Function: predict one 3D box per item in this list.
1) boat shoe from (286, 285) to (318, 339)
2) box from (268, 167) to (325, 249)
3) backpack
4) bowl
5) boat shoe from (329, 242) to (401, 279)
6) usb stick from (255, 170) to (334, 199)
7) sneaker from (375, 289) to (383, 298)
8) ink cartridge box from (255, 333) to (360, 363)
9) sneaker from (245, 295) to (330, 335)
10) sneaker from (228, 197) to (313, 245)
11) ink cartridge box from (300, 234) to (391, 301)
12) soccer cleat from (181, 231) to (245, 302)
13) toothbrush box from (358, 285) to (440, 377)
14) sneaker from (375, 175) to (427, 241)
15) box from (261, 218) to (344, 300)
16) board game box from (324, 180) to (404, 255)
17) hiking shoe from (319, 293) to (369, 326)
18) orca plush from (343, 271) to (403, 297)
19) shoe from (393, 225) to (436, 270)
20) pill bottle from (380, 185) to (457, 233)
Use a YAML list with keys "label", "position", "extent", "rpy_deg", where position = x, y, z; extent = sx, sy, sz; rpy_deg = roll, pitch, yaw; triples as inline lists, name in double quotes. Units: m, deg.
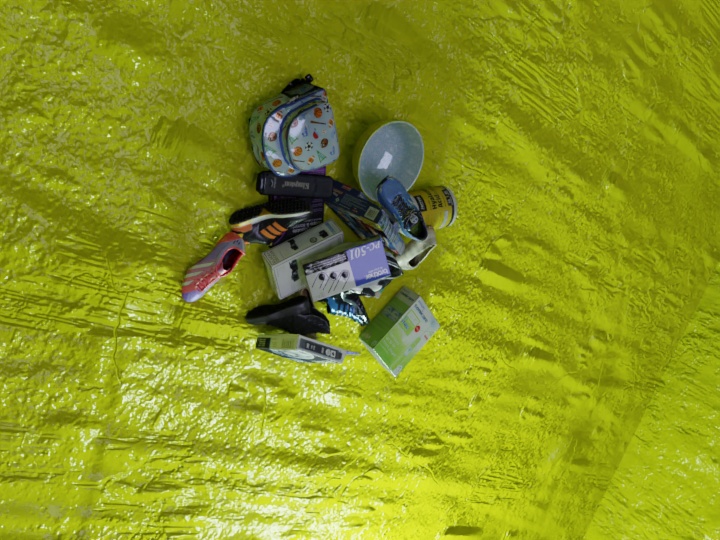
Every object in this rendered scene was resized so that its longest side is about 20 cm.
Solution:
- label: "boat shoe"
  position: [-0.145, 0.117, 1.733]
  extent: [0.072, 0.062, 0.205]
  rpy_deg: [-26, 124, -24]
- label: "box"
  position: [-0.152, -0.156, 1.626]
  extent: [0.140, 0.036, 0.206]
  rpy_deg: [-11, 118, -32]
- label: "backpack"
  position: [-0.145, -0.298, 1.492]
  extent: [0.187, 0.154, 0.205]
  rpy_deg: [-25, 121, -19]
- label: "bowl"
  position: [0.049, -0.282, 1.663]
  extent: [0.196, 0.107, 0.205]
  rpy_deg: [-19, 126, -27]
- label: "boat shoe"
  position: [0.013, -0.013, 1.659]
  extent: [0.195, 0.068, 0.075]
  rpy_deg: [14, 113, -32]
- label: "usb stick"
  position: [-0.148, -0.197, 1.567]
  extent: [0.196, 0.032, 0.057]
  rpy_deg: [0, 109, -34]
- label: "sneaker"
  position: [0.000, 0.000, 1.787]
  extent: [0.199, 0.071, 0.081]
  rpy_deg: [33, 86, -46]
- label: "ink cartridge box"
  position: [-0.132, 0.201, 1.688]
  extent: [0.197, 0.196, 0.045]
  rpy_deg: [21, 73, -35]
- label: "sneaker"
  position: [-0.178, 0.129, 1.674]
  extent: [0.194, 0.060, 0.107]
  rpy_deg: [-16, 117, 2]
- label: "sneaker"
  position: [-0.200, -0.104, 1.564]
  extent: [0.194, 0.071, 0.092]
  rpy_deg: [-10, 126, 1]
- label: "ink cartridge box"
  position: [-0.034, -0.006, 1.595]
  extent: [0.195, 0.044, 0.096]
  rpy_deg: [-18, 107, -4]
- label: "soccer cleat"
  position: [-0.332, 0.001, 1.522]
  extent: [0.200, 0.077, 0.066]
  rpy_deg: [-46, 131, 9]
- label: "toothbrush box"
  position: [0.112, 0.173, 1.929]
  extent: [0.200, 0.086, 0.146]
  rpy_deg: [-47, 129, -11]
- label: "sneaker"
  position: [0.110, -0.149, 1.650]
  extent: [0.079, 0.089, 0.201]
  rpy_deg: [-44, 125, -4]
- label: "box"
  position: [-0.133, -0.028, 1.645]
  extent: [0.197, 0.060, 0.118]
  rpy_deg: [-28, 139, -17]
- label: "board game box"
  position: [0.025, -0.119, 1.691]
  extent: [0.062, 0.198, 0.200]
  rpy_deg: [-55, 143, -9]
- label: "hiking shoe"
  position: [-0.049, 0.088, 1.797]
  extent: [0.086, 0.075, 0.201]
  rpy_deg: [-34, 128, 8]
- label: "orca plush"
  position: [0.013, 0.026, 1.736]
  extent: [0.198, 0.106, 0.071]
  rpy_deg: [-31, 166, -41]
- label: "shoe"
  position: [0.136, -0.038, 1.812]
  extent: [0.069, 0.054, 0.200]
  rpy_deg: [-8, 151, -41]
- label: "pill bottle"
  position: [0.151, -0.155, 1.795]
  extent: [0.196, 0.111, 0.114]
  rpy_deg: [-15, 118, -30]
